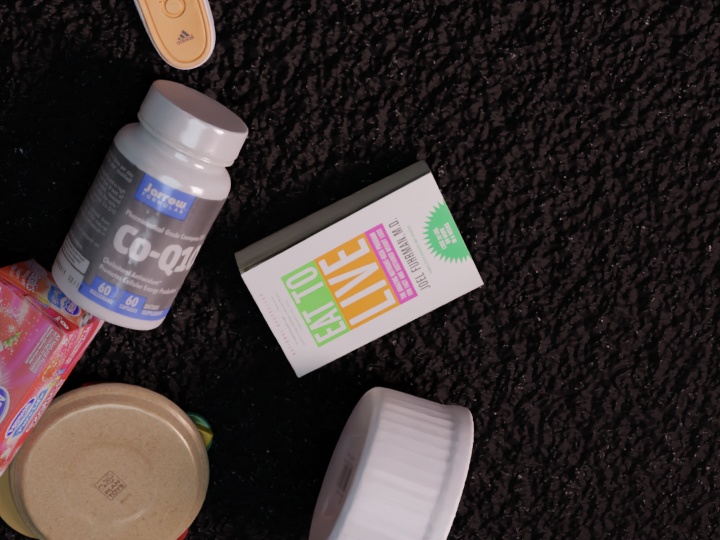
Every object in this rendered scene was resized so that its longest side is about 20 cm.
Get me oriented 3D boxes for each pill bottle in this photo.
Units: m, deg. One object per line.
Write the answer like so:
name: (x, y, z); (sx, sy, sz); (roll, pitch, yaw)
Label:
pill bottle: (-0.184, -0.059, 1.604); (0.113, 0.114, 0.201); (23, 107, -16)

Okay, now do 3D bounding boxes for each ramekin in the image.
ramekin: (0.024, 0.208, 1.703); (0.097, 0.201, 0.202); (21, 108, -8)

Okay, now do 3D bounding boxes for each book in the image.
book: (0.000, 0.000, 1.697); (0.198, 0.048, 0.134); (-28, 117, 2)

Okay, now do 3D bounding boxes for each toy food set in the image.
toy food set: (-0.240, 0.197, 1.737); (0.197, 0.049, 0.201); (28, 105, -18)

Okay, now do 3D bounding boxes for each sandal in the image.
sandal: (-0.175, -0.265, 1.551); (0.078, 0.059, 0.208); (-23, 113, 1)

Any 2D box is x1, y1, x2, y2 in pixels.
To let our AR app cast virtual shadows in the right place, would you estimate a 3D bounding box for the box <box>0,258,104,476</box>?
box: (-0.334, 0.099, 1.640); (0.095, 0.100, 0.201); (38, 104, 7)
